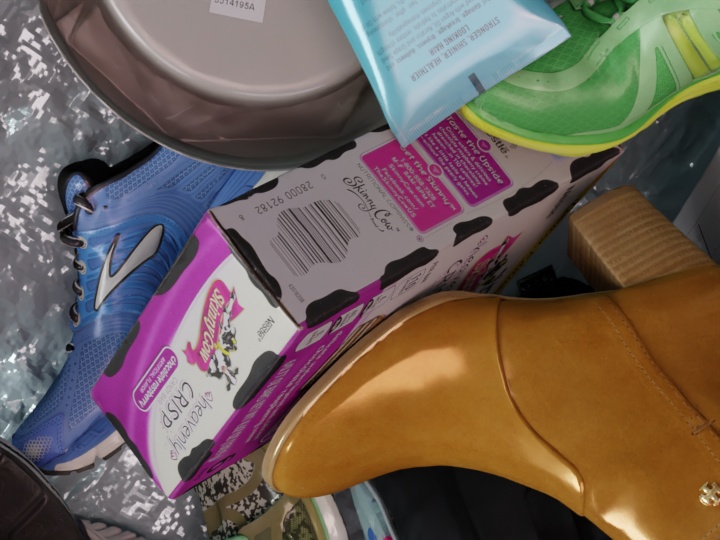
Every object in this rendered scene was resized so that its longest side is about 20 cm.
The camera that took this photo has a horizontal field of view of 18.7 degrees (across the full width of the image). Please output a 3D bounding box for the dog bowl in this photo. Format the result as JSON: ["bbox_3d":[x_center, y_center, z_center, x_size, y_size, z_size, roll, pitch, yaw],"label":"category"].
[{"bbox_3d":[-0.044,-0.139,0.897,0.198,0.059,0.202,0,88,-12],"label":"dog bowl"}]

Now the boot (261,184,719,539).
[{"bbox_3d":[0.076,0.069,0.845,0.200,0.144,0.071,-34,155,-5],"label":"boot"}]

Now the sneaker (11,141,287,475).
[{"bbox_3d":[-0.103,-0.004,0.956,0.089,0.079,0.201,29,91,-13],"label":"sneaker"}]

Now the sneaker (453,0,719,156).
[{"bbox_3d":[0.127,-0.106,0.869,0.198,0.074,0.084,-15,140,-8],"label":"sneaker"}]

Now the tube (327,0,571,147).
[{"bbox_3d":[-0.006,-0.152,0.839,0.077,0.050,0.201,-33,89,12],"label":"tube"}]

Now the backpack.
[{"bbox_3d":[0.090,0.108,0.962,0.176,0.200,0.152,-21,112,-6],"label":"backpack"}]

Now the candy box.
[{"bbox_3d":[0.000,0.000,0.893,0.199,0.137,0.061,-30,75,-40],"label":"candy box"}]

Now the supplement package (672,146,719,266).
[{"bbox_3d":[0.209,-0.001,0.941,0.109,0.200,0.115,-16,76,-7],"label":"supplement package"}]

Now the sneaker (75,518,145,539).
[{"bbox_3d":[-0.164,0.185,1.001,0.198,0.080,0.130,9,122,-31],"label":"sneaker"}]

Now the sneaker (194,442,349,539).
[{"bbox_3d":[-0.047,0.152,0.969,0.088,0.077,0.201,-20,77,-33],"label":"sneaker"}]

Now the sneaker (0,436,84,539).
[{"bbox_3d":[-0.197,0.052,0.927,0.076,0.116,0.200,-40,121,17],"label":"sneaker"}]
